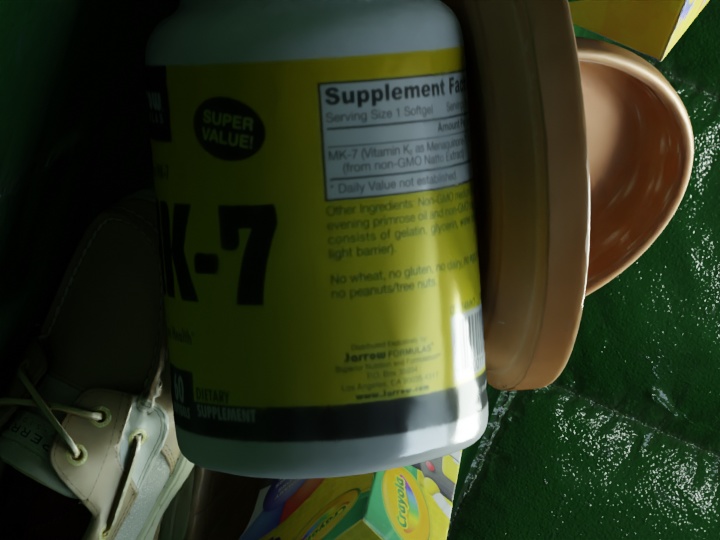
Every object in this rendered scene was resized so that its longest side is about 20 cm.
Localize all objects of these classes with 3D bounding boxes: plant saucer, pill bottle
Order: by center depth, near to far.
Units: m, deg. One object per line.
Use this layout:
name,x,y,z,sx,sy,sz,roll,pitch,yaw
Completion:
pill bottle,-0.017,-0.036,0.760,0.114,0.114,0.201,-30,116,-75
plant saucer,0.043,-0.054,0.824,0.200,0.032,0.202,173,-90,-80
plant saucer,0.073,-0.048,1.116,0.201,0.199,0.038,105,-26,-43

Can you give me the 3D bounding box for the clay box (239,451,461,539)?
clay box,-0.013,0.107,0.924,0.115,0.048,0.200,-41,-165,25

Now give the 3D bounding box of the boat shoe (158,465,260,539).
boat shoe,-0.068,0.016,0.875,0.074,0.066,0.201,-5,109,-66

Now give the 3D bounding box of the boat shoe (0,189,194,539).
boat shoe,-0.107,0.068,0.821,0.066,0.074,0.201,-7,116,-55

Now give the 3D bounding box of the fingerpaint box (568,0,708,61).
fingerpaint box,0.109,-0.188,1.130,0.200,0.166,0.074,-47,159,-67
